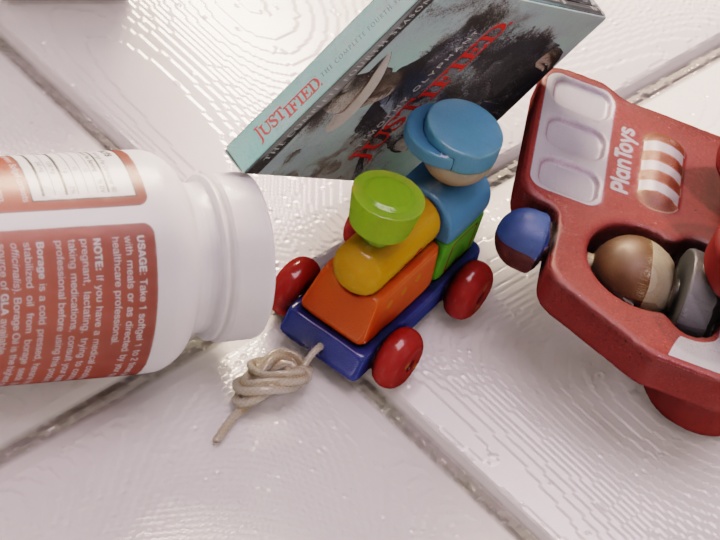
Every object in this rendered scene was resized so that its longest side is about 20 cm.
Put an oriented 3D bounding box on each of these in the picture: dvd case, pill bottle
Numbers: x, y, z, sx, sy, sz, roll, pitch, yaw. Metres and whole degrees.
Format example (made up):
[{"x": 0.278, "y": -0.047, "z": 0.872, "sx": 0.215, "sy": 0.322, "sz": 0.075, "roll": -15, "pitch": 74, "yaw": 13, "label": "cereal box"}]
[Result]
[{"x": 0.033, "y": -0.099, "z": 1.322, "sx": 0.022, "sy": 0.146, "sz": 0.200, "roll": 55, "pitch": 23, "yaw": 19, "label": "dvd case"}, {"x": -0.148, "y": -0.001, "z": 1.243, "sx": 0.199, "sy": 0.112, "sz": 0.112, "roll": -4, "pitch": 48, "yaw": -22, "label": "pill bottle"}]

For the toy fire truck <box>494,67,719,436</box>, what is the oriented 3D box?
[{"x": 0.155, "y": -0.015, "z": 1.354, "sx": 0.167, "sy": 0.112, "sz": 0.200, "roll": 20, "pitch": 43, "yaw": -3, "label": "toy fire truck"}]

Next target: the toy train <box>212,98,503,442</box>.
[{"x": 0.000, "y": 0.000, "z": 1.289, "sx": 0.084, "sy": 0.116, "sz": 0.200, "roll": 34, "pitch": 46, "yaw": 15, "label": "toy train"}]
